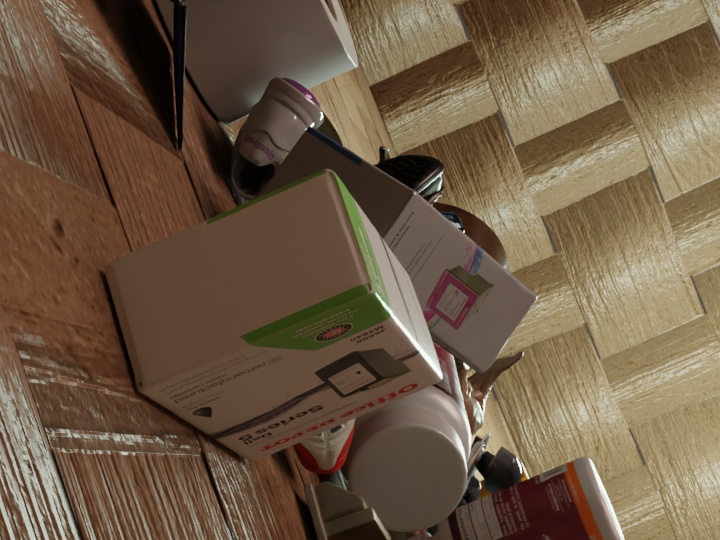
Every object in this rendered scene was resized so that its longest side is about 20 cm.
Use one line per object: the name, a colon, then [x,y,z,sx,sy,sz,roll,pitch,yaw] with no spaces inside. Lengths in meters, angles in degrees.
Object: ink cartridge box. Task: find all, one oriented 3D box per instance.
ink cartridge box: [0.031,-0.014,1.280,0.144,0.085,0.200,35,-2,43]
ink cartridge box: [-0.044,0.034,0.956,0.200,0.144,0.085,50,18,-67]

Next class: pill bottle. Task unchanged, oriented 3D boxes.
pill bottle: [0.034,0.128,1.343,0.200,0.113,0.115,-95,161,-68]
pill bottle: [0.138,0.259,1.443,0.114,0.198,0.115,-23,90,-83]

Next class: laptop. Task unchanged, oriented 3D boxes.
laptop: [-0.190,-0.225,1.234,0.199,0.103,0.178,35,22,-27]

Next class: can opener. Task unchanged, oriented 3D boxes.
can opener: [0.108,0.230,1.528,0.066,0.053,0.201,30,-37,16]

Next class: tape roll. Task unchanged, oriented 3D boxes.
tape roll: [-0.103,-0.254,1.464,0.203,0.138,0.205,-24,90,-84]

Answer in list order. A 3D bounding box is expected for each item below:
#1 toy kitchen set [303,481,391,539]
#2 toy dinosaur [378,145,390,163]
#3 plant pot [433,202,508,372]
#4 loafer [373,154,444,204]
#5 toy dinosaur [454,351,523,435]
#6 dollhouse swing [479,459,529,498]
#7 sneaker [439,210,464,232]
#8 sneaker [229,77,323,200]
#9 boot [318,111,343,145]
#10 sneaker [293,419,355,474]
toy kitchen set: [0.071,0.212,1.140,0.200,0.179,0.164,64,5,-59]
toy dinosaur: [0.008,-0.062,1.549,0.087,0.200,0.048,1,63,-32]
plant pot: [0.070,0.057,1.779,0.201,0.185,0.188,-78,148,-52]
loafer: [0.004,-0.025,1.413,0.073,0.200,0.072,26,-27,49]
toy dinosaur: [0.080,0.154,1.561,0.086,0.199,0.137,13,-50,60]
dollhouse swing: [0.191,0.349,1.774,0.175,0.181,0.202,21,42,-52]
sneaker: [0.034,0.007,1.567,0.200,0.081,0.074,-47,-119,51]
sneaker: [-0.089,-0.101,1.425,0.074,0.100,0.200,33,-17,5]
boot: [-0.062,-0.136,1.683,0.097,0.074,0.201,63,9,-51]
sneaker: [-0.051,0.068,1.203,0.085,0.076,0.201,90,-12,-48]
